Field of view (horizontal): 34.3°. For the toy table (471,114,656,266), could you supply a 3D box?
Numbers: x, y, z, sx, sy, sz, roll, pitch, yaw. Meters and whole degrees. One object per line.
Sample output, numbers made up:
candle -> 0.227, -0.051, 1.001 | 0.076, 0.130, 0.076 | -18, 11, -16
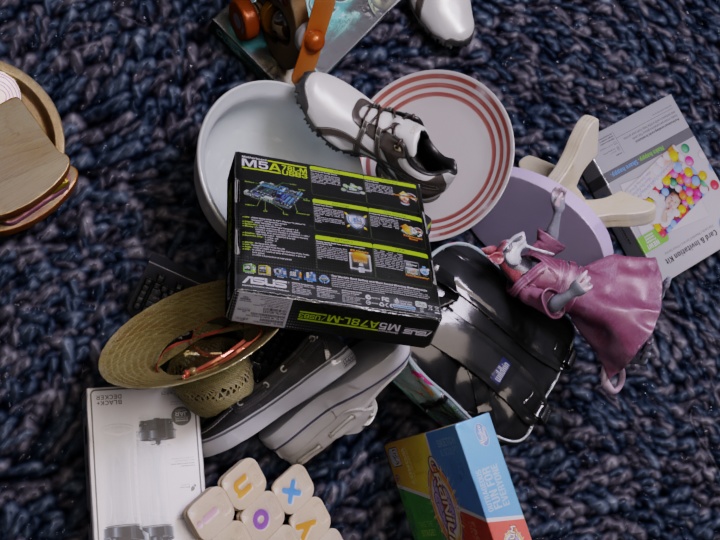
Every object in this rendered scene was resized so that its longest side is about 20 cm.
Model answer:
toy table -> 0.227, -0.075, 1.335 | 0.199, 0.185, 0.117 | 36, 52, 28

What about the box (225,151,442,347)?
box -> -0.030, -0.023, 1.115 | 0.198, 0.048, 0.194 | 8, 41, -15

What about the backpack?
backpack -> 0.109, 0.075, 1.257 | 0.200, 0.150, 0.178 | 39, 66, -17

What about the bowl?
bowl -> -0.100, -0.094, 1.248 | 0.199, 0.090, 0.204 | 10, 71, -31

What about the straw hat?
straw hat -> -0.147, 0.093, 1.119 | 0.200, 0.200, 0.086 | -32, 118, -23

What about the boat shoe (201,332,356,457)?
boat shoe -> -0.097, 0.116, 1.170 | 0.067, 0.199, 0.070 | 55, 25, -3

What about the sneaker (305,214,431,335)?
sneaker -> 0.000, 0.000, 1.218 | 0.074, 0.082, 0.199 | 33, 56, 31

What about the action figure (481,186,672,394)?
action figure -> 0.216, 0.016, 1.218 | 0.198, 0.150, 0.135 | 19, 45, -2

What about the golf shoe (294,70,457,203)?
golf shoe -> 0.022, -0.152, 1.237 | 0.199, 0.094, 0.078 | 38, 55, -19

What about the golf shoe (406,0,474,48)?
golf shoe -> 0.095, -0.368, 1.388 | 0.077, 0.094, 0.202 | -16, 84, -23

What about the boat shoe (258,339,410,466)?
boat shoe -> -0.016, 0.137, 1.193 | 0.199, 0.072, 0.066 | -39, 109, 20

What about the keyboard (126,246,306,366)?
keyboard -> -0.132, 0.037, 1.213 | 0.198, 0.021, 0.128 | 24, 111, -13

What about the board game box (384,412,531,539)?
board game box -> 0.098, 0.235, 1.187 | 0.040, 0.200, 0.155 | -15, 81, -22

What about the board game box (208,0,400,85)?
board game box -> -0.062, -0.299, 1.358 | 0.135, 0.028, 0.200 | 43, 67, -4

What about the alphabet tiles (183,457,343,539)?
alphabet tiles -> -0.097, 0.295, 1.165 | 0.195, 0.015, 0.202 | -38, 107, -42

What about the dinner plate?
dinner plate -> 0.078, -0.128, 1.321 | 0.198, 0.024, 0.203 | -4, 76, 16

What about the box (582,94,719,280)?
box -> 0.372, -0.099, 1.456 | 0.155, 0.041, 0.202 | -27, 88, -23

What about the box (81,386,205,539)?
box -> -0.214, 0.217, 1.156 | 0.115, 0.060, 0.203 | -3, 77, -20

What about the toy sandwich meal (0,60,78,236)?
toy sandwich meal -> -0.387, -0.131, 1.176 | 0.203, 0.070, 0.208 | 5, 75, -18

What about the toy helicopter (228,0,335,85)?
toy helicopter -> -0.071, -0.288, 1.227 | 0.078, 0.201, 0.133 | -20, 65, -22
